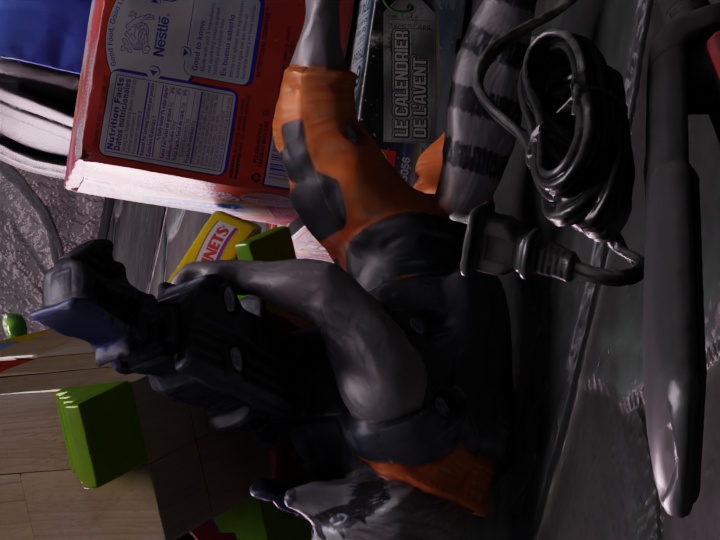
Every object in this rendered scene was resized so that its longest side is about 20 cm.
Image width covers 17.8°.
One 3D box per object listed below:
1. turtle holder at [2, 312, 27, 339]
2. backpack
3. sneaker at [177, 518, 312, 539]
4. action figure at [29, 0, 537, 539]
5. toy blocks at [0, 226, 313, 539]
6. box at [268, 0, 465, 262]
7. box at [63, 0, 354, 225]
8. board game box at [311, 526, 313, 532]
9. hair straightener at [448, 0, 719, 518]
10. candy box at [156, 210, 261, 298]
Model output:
[{"bbox_3d":[-0.201,0.115,1.632,0.186,0.141,0.132,132,145,-70],"label":"turtle holder"},{"bbox_3d":[-0.150,-0.136,1.410,0.163,0.200,0.168,118,159,-63],"label":"backpack"},{"bbox_3d":[-0.048,0.088,0.877,0.113,0.071,0.200,96,-165,-49],"label":"sneaker"},{"bbox_3d":[0.000,0.000,0.678,0.200,0.104,0.194,19,-112,-57],"label":"action figure"},{"bbox_3d":[-0.082,0.046,0.768,0.200,0.137,0.100,-26,-74,-57],"label":"toy blocks"},{"bbox_3d":[0.002,-0.081,0.971,0.200,0.040,0.137,144,133,-76],"label":"box"},{"bbox_3d":[-0.055,-0.126,0.932,0.095,0.100,0.200,156,123,-78],"label":"box"},{"bbox_3d":[-0.020,0.203,0.834,0.151,0.037,0.200,-92,14,-53],"label":"board game box"},{"bbox_3d":[0.057,-0.023,0.495,0.200,0.077,0.041,-94,1,-50],"label":"hair straightener"},{"bbox_3d":[-0.066,0.066,0.989,0.102,0.026,0.200,-61,-18,-25],"label":"candy box"}]
